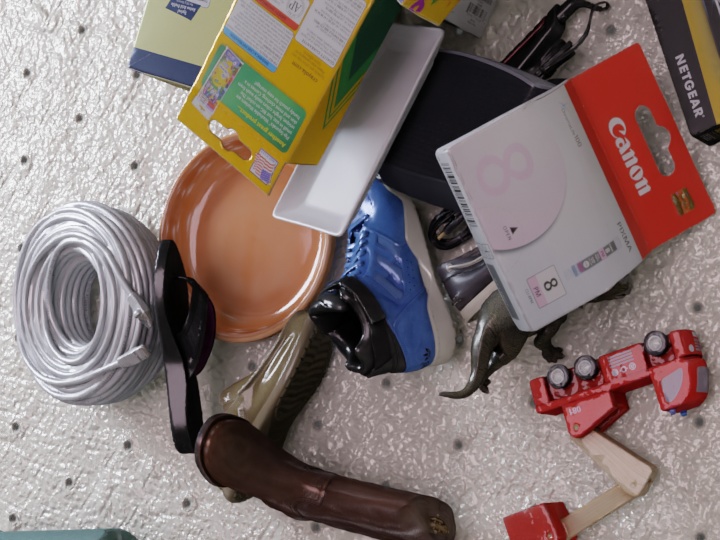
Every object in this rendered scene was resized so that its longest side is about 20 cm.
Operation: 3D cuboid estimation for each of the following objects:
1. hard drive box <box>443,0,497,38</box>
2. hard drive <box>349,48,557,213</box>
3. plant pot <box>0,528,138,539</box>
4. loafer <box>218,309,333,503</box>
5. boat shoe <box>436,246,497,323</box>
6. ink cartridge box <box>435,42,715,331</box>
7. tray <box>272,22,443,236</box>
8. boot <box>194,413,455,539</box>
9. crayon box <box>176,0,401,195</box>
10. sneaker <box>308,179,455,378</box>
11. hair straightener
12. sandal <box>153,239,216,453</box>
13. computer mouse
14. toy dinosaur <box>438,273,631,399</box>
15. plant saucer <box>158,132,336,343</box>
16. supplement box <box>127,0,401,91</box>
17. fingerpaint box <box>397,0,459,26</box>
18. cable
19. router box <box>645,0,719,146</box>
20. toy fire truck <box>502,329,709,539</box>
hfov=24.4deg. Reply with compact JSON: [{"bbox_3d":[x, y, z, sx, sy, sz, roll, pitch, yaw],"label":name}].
[{"bbox_3d":[0.084,-0.324,1.448,0.076,0.155,0.202,28,97,29],"label":"hard drive box"},{"bbox_3d":[0.076,-0.125,1.420,0.199,0.042,0.136,24,82,50],"label":"hard drive"},{"bbox_3d":[-0.308,0.331,1.584,0.194,0.200,0.203,-10,79,21],"label":"plant pot"},{"bbox_3d":[-0.092,0.118,1.542,0.067,0.076,0.201,32,100,23],"label":"loafer"},{"bbox_3d":[0.143,-0.040,1.424,0.200,0.072,0.063,-45,75,23],"label":"boat shoe"},{"bbox_3d":[0.179,-0.069,1.331,0.198,0.057,0.164,-28,99,-6],"label":"ink cartridge box"},{"bbox_3d":[0.002,-0.123,1.444,0.107,0.022,0.202,17,78,53],"label":"tray"},{"bbox_3d":[-0.025,0.189,1.438,0.198,0.186,0.065,13,75,33],"label":"boot"},{"bbox_3d":[-0.061,-0.181,1.410,0.125,0.051,0.201,39,111,26],"label":"crayon box"},{"bbox_3d":[0.000,0.000,1.473,0.077,0.110,0.202,-46,60,58],"label":"sneaker"},{"bbox_3d":[0.145,-0.162,1.455,0.200,0.041,0.077,-41,41,12],"label":"hair straightener"},{"bbox_3d":[-0.157,0.069,1.558,0.047,0.075,0.203,-6,96,9],"label":"sandal"},{"bbox_3d":[0.127,-0.086,1.438,0.200,0.058,0.034,-52,32,27],"label":"computer mouse"},{"bbox_3d":[0.130,0.039,1.391,0.077,0.198,0.103,46,144,36],"label":"toy dinosaur"},{"bbox_3d":[-0.104,-0.031,1.590,0.198,0.037,0.203,-3,83,30],"label":"plant saucer"},{"bbox_3d":[-0.079,-0.248,1.544,0.198,0.134,0.202,19,93,31],"label":"supplement box"},{"bbox_3d":[0.044,-0.329,1.339,0.167,0.073,0.200,-48,63,15],"label":"fingerpaint box"},{"bbox_3d":[-0.264,0.032,1.637,0.199,0.069,0.202,-36,65,37],"label":"cable"},{"bbox_3d":[0.318,-0.226,1.359,0.156,0.052,0.202,-24,73,25],"label":"router box"},{"bbox_3d":[0.204,0.142,1.382,0.198,0.049,0.143,-21,74,26],"label":"toy fire truck"}]
